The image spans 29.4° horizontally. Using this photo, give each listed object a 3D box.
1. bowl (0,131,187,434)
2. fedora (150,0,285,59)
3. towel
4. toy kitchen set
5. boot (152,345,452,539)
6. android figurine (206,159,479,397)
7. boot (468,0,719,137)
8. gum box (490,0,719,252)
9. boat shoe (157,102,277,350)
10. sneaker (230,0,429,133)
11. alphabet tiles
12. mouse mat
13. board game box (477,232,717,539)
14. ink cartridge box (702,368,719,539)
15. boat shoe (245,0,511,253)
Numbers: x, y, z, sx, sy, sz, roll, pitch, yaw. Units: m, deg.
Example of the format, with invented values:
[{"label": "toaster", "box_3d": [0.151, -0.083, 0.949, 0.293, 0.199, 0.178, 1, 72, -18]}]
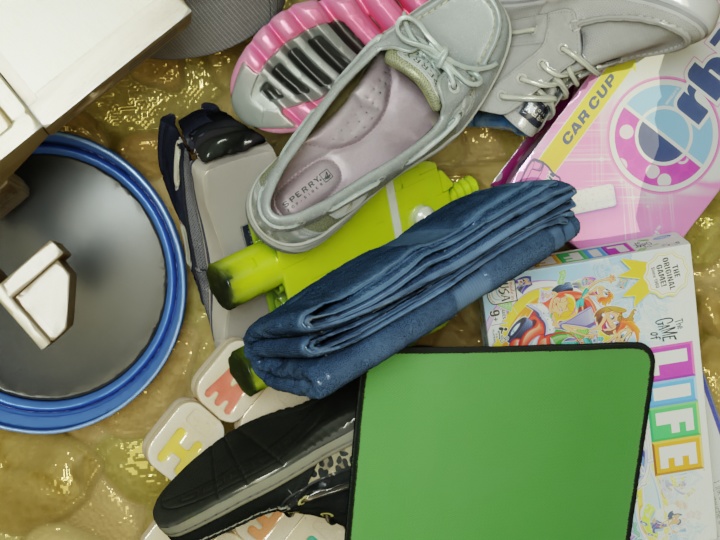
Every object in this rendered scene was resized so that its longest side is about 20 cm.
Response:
[{"label": "bowl", "box_3d": [-0.214, 0.007, 0.917, 0.199, 0.039, 0.202, 0, 96, -1]}, {"label": "fedora", "box_3d": [-0.122, -0.193, 0.857, 0.199, 0.177, 0.091, 11, 132, 19]}, {"label": "towel", "box_3d": [0.028, 0.004, 0.806, 0.199, 0.111, 0.049, -31, 101, -23]}, {"label": "toy kitchen set", "box_3d": [-0.167, -0.074, 0.797, 0.180, 0.200, 0.163, -40, 95, -7]}, {"label": "boot", "box_3d": [-0.010, 0.155, 0.853, 0.203, 0.073, 0.154, -28, 113, -7]}, {"label": "android figurine", "box_3d": [0.000, 0.000, 0.878, 0.199, 0.041, 0.183, -23, 117, -27]}, {"label": "boot", "box_3d": [0.125, -0.123, 0.834, 0.073, 0.200, 0.096, 28, 80, -31]}, {"label": "gum box", "box_3d": [0.192, -0.100, 0.900, 0.113, 0.066, 0.200, 36, 94, -6]}, {"label": "boat shoe", "box_3d": [-0.083, -0.017, 0.908, 0.074, 0.093, 0.201, -18, 125, -21]}, {"label": "sneaker", "box_3d": [-0.002, -0.154, 0.872, 0.200, 0.095, 0.079, -38, 101, -11]}, {"label": "alphabet tiles", "box_3d": [-0.045, 0.140, 0.907, 0.200, 0.015, 0.196, 45, 77, -25]}, {"label": "mouse mat", "box_3d": [0.086, 0.122, 0.837, 0.198, 0.008, 0.162, 1, 104, -20]}, {"label": "board game box", "box_3d": [0.152, 0.086, 0.880, 0.133, 0.034, 0.202, -10, 104, -2]}, {"label": "ink cartridge box", "box_3d": [0.148, 0.136, 0.934, 0.199, 0.047, 0.199, -21, 100, -2]}, {"label": "boat shoe", "box_3d": [0.015, -0.091, 0.791, 0.202, 0.065, 0.075, -42, 90, -10]}]
